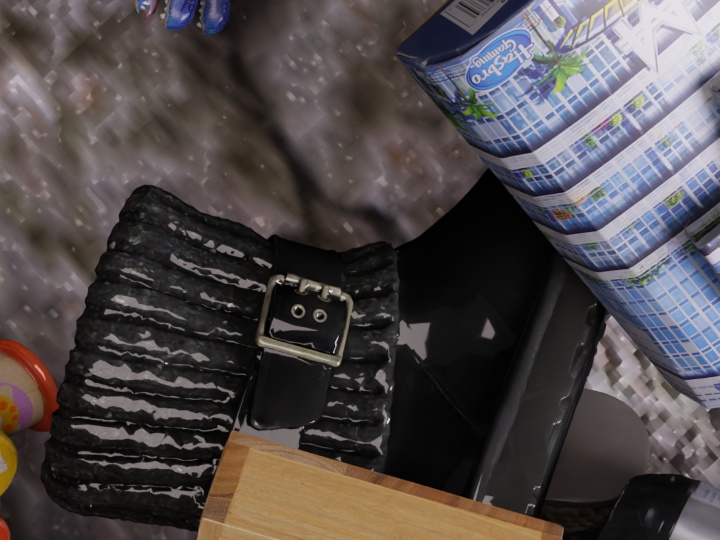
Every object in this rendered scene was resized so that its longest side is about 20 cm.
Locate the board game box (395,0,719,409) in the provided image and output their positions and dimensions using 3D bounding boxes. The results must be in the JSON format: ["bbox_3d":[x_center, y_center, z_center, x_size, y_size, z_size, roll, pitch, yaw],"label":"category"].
[{"bbox_3d":[0.149,-0.055,0.695,0.200,0.062,0.200,-43,115,-1],"label":"board game box"}]

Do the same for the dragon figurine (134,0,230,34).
[{"bbox_3d":[-0.073,-0.174,0.795,0.099,0.059,0.201,6,79,0],"label":"dragon figurine"}]

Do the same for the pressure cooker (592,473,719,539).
[{"bbox_3d":[0.141,0.172,0.718,0.199,0.176,0.179,22,133,10],"label":"pressure cooker"}]

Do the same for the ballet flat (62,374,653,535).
[{"bbox_3d":[-0.002,0.058,0.801,0.199,0.046,0.068,6,60,3],"label":"ballet flat"}]

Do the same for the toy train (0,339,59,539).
[{"bbox_3d":[-0.158,0.002,0.772,0.056,0.150,0.201,-28,97,-24],"label":"toy train"}]

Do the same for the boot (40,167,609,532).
[{"bbox_3d":[0.000,-0.001,0.763,0.157,0.080,0.212,17,61,8],"label":"boot"}]

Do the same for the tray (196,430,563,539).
[{"bbox_3d":[-0.009,0.133,0.734,0.098,0.200,0.037,16,49,2],"label":"tray"}]
